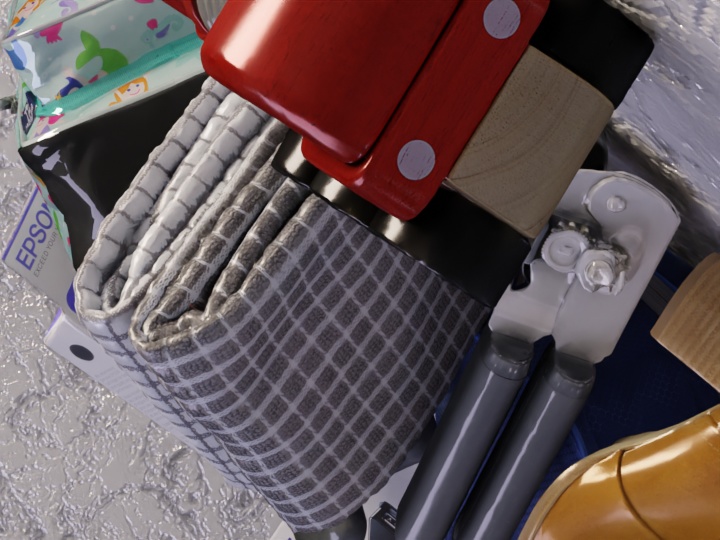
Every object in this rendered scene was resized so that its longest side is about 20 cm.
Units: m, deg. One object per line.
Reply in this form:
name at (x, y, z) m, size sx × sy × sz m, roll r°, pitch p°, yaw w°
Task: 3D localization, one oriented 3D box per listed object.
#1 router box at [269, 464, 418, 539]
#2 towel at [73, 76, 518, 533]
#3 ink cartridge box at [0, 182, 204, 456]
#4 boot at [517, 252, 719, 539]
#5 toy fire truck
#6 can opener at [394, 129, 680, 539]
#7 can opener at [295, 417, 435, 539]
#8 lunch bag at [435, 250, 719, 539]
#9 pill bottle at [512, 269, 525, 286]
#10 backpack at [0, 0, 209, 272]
router box at (0.049, 0.168, 1.190) m, size 0.179 × 0.201 × 0.049 m, roll 37°, pitch -158°, yaw 10°
towel at (-0.006, -0.010, 0.842) m, size 0.085 × 0.201 × 0.166 m, roll 27°, pitch 164°, yaw 36°
ink cartridge box at (-0.094, -0.015, 1.127) m, size 0.200 × 0.199 × 0.043 m, roll 40°, pitch 138°, yaw -23°
boot at (0.144, 0.108, 0.776) m, size 0.144 × 0.202 × 0.071 m, roll 39°, pitch -148°, yaw 22°
toy fire truck at (-0.023, -0.104, 0.647) m, size 0.199 × 0.129 × 0.176 m, roll 31°, pitch -178°, yaw -23°
can opener at (0.069, 0.036, 0.833) m, size 0.052 × 0.201 × 0.067 m, roll 18°, pitch -151°, yaw -8°
can opener at (0.000, 0.098, 1.004) m, size 0.200 × 0.052 × 0.067 m, roll 122°, pitch 131°, yaw -73°
lunch bag at (0.122, 0.095, 0.955) m, size 0.136 × 0.131 × 0.201 m, roll 45°, pitch 148°, yaw 45°
pill bottle at (0.000, 0.000, 1.077) m, size 0.116 × 0.116 × 0.200 m, roll 41°, pitch -151°, yaw 15°
backpack at (-0.083, -0.093, 0.992) m, size 0.200 × 0.176 × 0.152 m, roll -113°, pitch 0°, yaw -77°
